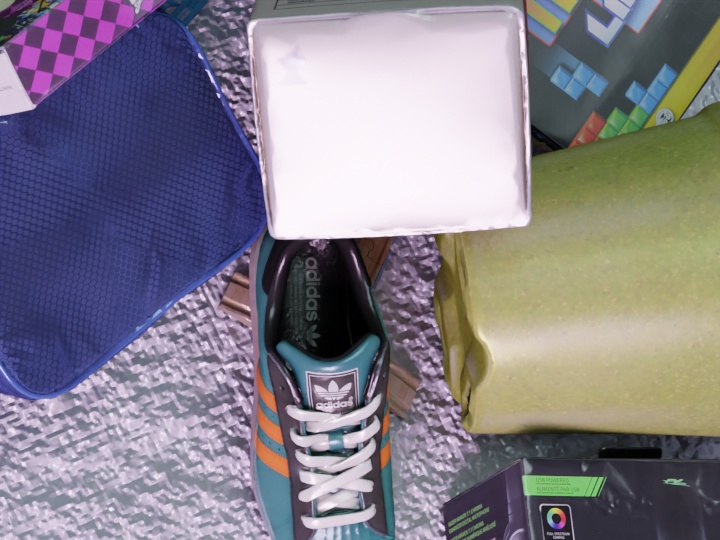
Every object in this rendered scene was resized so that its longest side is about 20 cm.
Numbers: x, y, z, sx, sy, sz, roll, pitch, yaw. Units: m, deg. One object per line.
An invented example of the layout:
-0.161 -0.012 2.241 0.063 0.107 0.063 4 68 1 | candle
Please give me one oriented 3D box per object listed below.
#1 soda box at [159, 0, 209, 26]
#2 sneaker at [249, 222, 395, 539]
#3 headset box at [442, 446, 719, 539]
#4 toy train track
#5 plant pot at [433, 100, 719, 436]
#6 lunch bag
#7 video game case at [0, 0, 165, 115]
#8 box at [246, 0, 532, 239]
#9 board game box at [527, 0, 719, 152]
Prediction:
-0.057 -0.227 1.385 0.064 0.068 0.200 39 59 -7 | soda box
-0.020 0.067 1.259 0.071 0.080 0.201 -8 91 -7 | sneaker
0.145 0.189 1.306 0.174 0.093 0.200 4 69 -25 | headset box
0.000 0.000 1.345 0.115 0.033 0.200 31 60 -12 | toy train track
0.134 0.009 1.318 0.184 0.200 0.201 -7 73 -6 | plant pot
-0.162 -0.028 1.220 0.200 0.132 0.136 -37 114 -30 | lunch bag
-0.163 -0.124 1.203 0.200 0.181 0.036 -46 120 -44 | video game case
0.019 -0.099 1.269 0.128 0.200 0.109 -3 110 5 | box
0.131 -0.168 1.408 0.165 0.057 0.200 35 87 -12 | board game box
